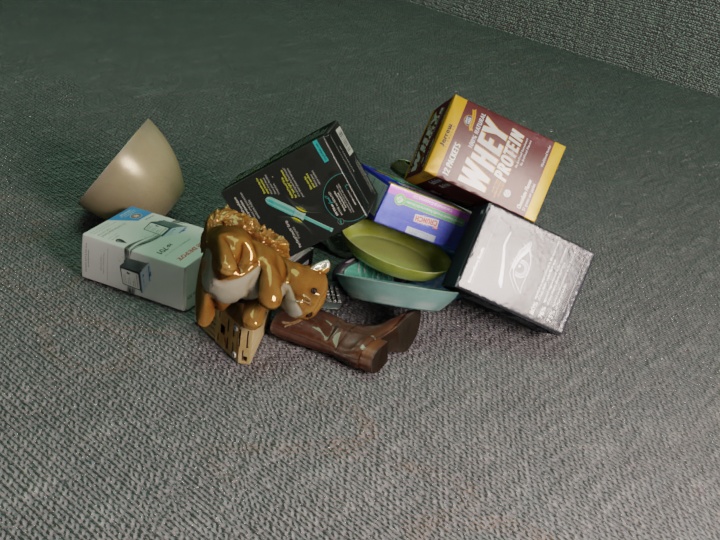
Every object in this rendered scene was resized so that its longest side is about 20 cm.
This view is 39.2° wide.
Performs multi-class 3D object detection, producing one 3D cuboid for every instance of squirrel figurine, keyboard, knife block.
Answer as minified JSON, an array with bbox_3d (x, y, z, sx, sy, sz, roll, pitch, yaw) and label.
[{"bbox_3d":[-0.140,-0.007,1.487,0.185,0.142,0.201,8,41,-21],"label":"squirrel figurine"},{"bbox_3d":[-0.128,0.018,1.586,0.198,0.021,0.127,5,28,-16],"label":"keyboard"},{"bbox_3d":[-0.164,0.056,1.593,0.174,0.065,0.200,-13,34,-35],"label":"knife block"}]

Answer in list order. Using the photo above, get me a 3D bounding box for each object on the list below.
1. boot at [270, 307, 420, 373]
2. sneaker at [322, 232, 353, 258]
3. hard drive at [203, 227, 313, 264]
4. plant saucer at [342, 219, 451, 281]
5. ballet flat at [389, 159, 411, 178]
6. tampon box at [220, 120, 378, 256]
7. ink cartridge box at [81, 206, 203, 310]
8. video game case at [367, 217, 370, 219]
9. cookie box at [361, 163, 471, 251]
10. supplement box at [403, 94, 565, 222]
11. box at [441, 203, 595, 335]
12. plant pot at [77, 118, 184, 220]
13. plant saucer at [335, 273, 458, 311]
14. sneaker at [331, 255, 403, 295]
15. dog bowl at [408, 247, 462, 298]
[{"bbox_3d":[-0.024,0.081,1.594,0.198,0.065,0.186,17,26,27],"label":"boot"},{"bbox_3d":[-0.048,-0.085,1.891,0.198,0.079,0.099,19,25,20],"label":"sneaker"},{"bbox_3d":[-0.200,-0.031,1.786,0.198,0.038,0.140,17,28,20],"label":"hard drive"},{"bbox_3d":[0.057,-0.031,1.712,0.198,0.031,0.200,18,21,-7],"label":"plant saucer"},{"bbox_3d":[0.118,-0.178,1.865,0.067,0.047,0.200,20,7,-30],"label":"ballet flat"},{"bbox_3d":[-0.097,-0.125,1.657,0.199,0.151,0.126,-26,13,17],"label":"tampon box"},{"bbox_3d":[-0.338,-0.023,1.679,0.198,0.087,0.146,15,28,18],"label":"ink cartridge box"},{"bbox_3d":[-0.035,-0.124,1.928,0.181,0.023,0.199,26,3,29],"label":"video game case"},{"bbox_3d":[0.086,-0.112,1.788,0.170,0.076,0.200,20,10,-19],"label":"cookie box"},{"bbox_3d":[0.200,-0.177,1.685,0.198,0.134,0.197,24,-2,-7],"label":"supplement box"},{"bbox_3d":[0.253,-0.001,1.638,0.198,0.149,0.104,25,-4,-7],"label":"box"},{"bbox_3d":[-0.400,-0.156,1.846,0.134,0.200,0.201,41,22,-15],"label":"plant pot"},{"bbox_3d":[0.056,0.037,1.605,0.197,0.036,0.200,8,0,0],"label":"plant saucer"},{"bbox_3d":[0.000,0.000,1.757,0.087,0.075,0.199,15,15,36],"label":"sneaker"},{"bbox_3d":[0.151,-0.015,1.833,0.110,0.050,0.200,11,27,7],"label":"dog bowl"}]
